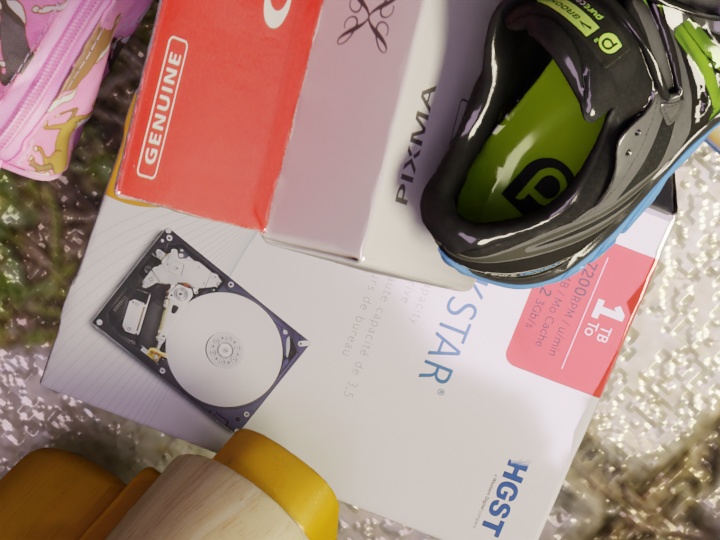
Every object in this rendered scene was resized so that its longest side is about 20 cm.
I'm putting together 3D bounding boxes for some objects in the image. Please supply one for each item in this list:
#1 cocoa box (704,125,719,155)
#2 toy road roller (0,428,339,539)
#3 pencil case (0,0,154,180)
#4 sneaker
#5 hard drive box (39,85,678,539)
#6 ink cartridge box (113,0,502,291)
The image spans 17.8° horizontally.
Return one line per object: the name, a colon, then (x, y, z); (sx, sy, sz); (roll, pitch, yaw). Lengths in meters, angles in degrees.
cocoa box: (0.215, -0.102, 0.791); (0.131, 0.133, 0.200); (39, 107, -5)
toy road roller: (-0.099, 0.125, 0.874); (0.146, 0.200, 0.123); (34, 63, 13)
pencil case: (-0.097, -0.127, 0.841); (0.083, 0.086, 0.200); (38, 107, 11)
sneaker: (0.090, -0.075, 0.712); (0.071, 0.083, 0.200); (43, 105, 19)
hard drive box: (0.000, 0.000, 0.877); (0.199, 0.077, 0.156); (20, 109, 0)
ink cartridge box: (0.008, -0.102, 0.733); (0.045, 0.176, 0.201); (13, 90, 27)
